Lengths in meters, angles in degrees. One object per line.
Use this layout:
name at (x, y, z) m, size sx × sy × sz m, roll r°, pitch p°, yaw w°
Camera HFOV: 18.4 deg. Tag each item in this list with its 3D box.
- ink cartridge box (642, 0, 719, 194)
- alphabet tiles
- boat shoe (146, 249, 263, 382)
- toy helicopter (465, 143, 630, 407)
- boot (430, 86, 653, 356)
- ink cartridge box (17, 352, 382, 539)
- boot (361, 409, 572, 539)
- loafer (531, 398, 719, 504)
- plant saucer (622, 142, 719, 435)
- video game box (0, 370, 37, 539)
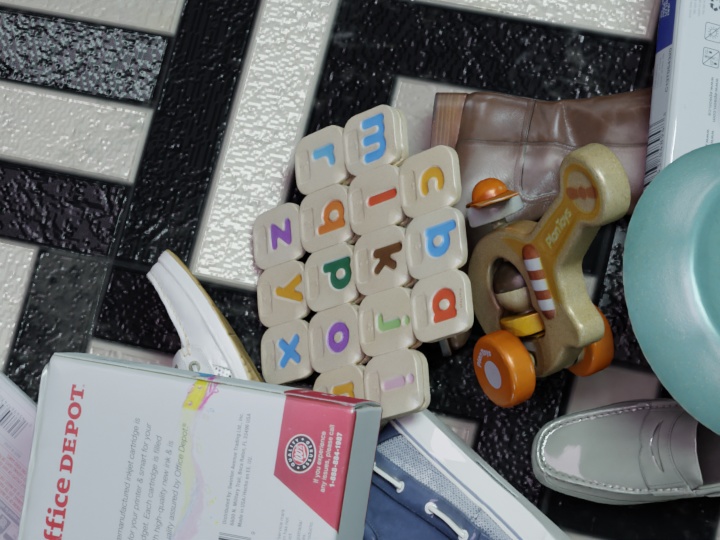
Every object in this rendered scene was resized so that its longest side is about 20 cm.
ink cartridge box at (0.282, -0.105, 1.427) m, size 0.199 × 0.043 × 0.198 m, roll 12°, pitch 75°, yaw -17°
alphabet tiles at (0.000, 0.000, 1.436) m, size 0.195 × 0.015 × 0.201 m, roll -20°, pitch 69°, yaw 45°
boat shoe at (-0.099, 0.081, 1.459) m, size 0.069 × 0.071 × 0.201 m, roll -31°, pitch 72°, yaw 1°
toy helicopter at (0.110, -0.018, 1.336) m, size 0.079 × 0.200 × 0.133 m, roll -19°, pitch 67°, yaw -26°
boot at (0.144, -0.035, 1.449) m, size 0.198 × 0.064 × 0.188 m, roll 1°, pitch 77°, yaw 8°
ink cartridge box at (-0.100, 0.136, 1.381) m, size 0.199 × 0.083 × 0.147 m, roll 9°, pitch 91°, yaw 13°
boot at (0.072, 0.178, 1.405) m, size 0.200 × 0.073 × 0.090 m, roll 42°, pitch 94°, yaw 27°
loafer at (0.203, 0.108, 1.388) m, size 0.199 × 0.070 × 0.070 m, roll -5°, pitch 74°, yaw 11°
plant saucer at (0.254, 0.010, 1.340) m, size 0.199 × 0.036 × 0.201 m, roll 7°, pitch 69°, yaw -19°
video game box at (-0.243, 0.187, 1.475) m, size 0.200 × 0.047 × 0.182 m, roll 40°, pitch 84°, yaw 18°
